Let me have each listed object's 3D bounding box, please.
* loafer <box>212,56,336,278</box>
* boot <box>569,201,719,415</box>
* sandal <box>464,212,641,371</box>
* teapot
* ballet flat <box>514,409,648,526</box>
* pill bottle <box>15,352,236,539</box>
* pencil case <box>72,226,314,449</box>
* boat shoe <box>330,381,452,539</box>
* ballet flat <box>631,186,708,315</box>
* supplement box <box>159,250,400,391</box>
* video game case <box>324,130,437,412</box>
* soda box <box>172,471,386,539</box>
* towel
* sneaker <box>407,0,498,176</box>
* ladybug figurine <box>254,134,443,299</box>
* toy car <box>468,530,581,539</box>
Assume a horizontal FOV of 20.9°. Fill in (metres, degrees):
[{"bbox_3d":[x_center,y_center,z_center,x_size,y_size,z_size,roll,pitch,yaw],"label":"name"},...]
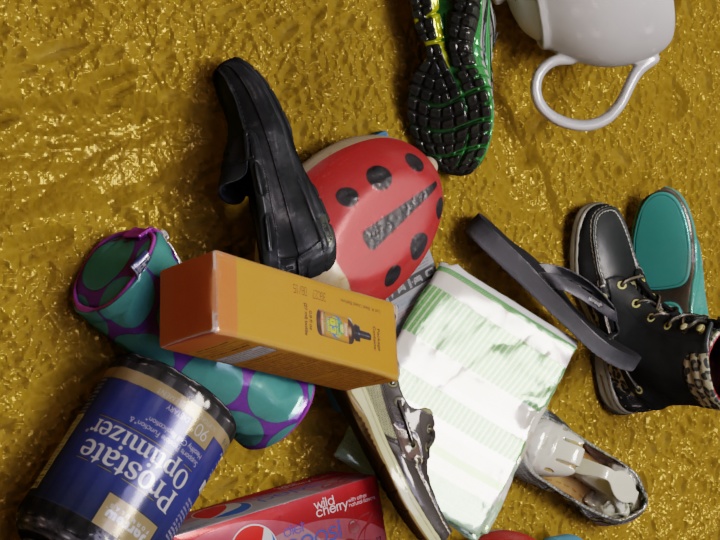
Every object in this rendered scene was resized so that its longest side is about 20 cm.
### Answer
[{"bbox_3d":[-0.082,-0.080,1.535,0.070,0.068,0.201,-18,67,-12],"label":"loafer"},{"bbox_3d":[0.273,0.035,1.770,0.073,0.154,0.204,-17,100,-35],"label":"boot"},{"bbox_3d":[0.178,0.017,1.721,0.200,0.076,0.043,42,97,-10],"label":"sandal"},{"bbox_3d":[0.186,-0.259,1.720,0.146,0.200,0.198,-16,137,0],"label":"teapot"},{"bbox_3d":[0.190,0.172,1.762,0.200,0.072,0.072,33,70,-30],"label":"ballet flat"},{"bbox_3d":[-0.187,0.172,1.462,0.112,0.112,0.200,42,66,-28],"label":"pill bottle"},{"bbox_3d":[-0.126,0.052,1.525,0.200,0.085,0.092,43,77,-28],"label":"pencil case"},{"bbox_3d":[0.031,0.130,1.596,0.065,0.073,0.200,-27,90,-10],"label":"boat shoe"},{"bbox_3d":[0.299,0.019,1.855,0.070,0.067,0.201,-12,97,-60],"label":"ballet flat"},{"bbox_3d":[-0.058,0.042,1.488,0.200,0.069,0.067,16,63,-42],"label":"supplement box"},{"bbox_3d":[0.000,0.000,1.658,0.143,0.018,0.200,-29,106,-32],"label":"video game case"},{"bbox_3d":[-0.078,0.215,1.565,0.200,0.070,0.064,-13,96,-35],"label":"soda box"},{"bbox_3d":[0.085,0.110,1.671,0.152,0.023,0.200,32,72,-11],"label":"towel"},{"bbox_3d":[0.091,-0.181,1.692,0.085,0.078,0.201,-24,118,-63],"label":"sneaker"},{"bbox_3d":[0.001,-0.037,1.604,0.200,0.072,0.136,-44,113,-28],"label":"ladybug figurine"},{"bbox_3d":[0.163,0.315,1.648,0.184,0.200,0.177,-2,90,-35],"label":"toy car"}]
